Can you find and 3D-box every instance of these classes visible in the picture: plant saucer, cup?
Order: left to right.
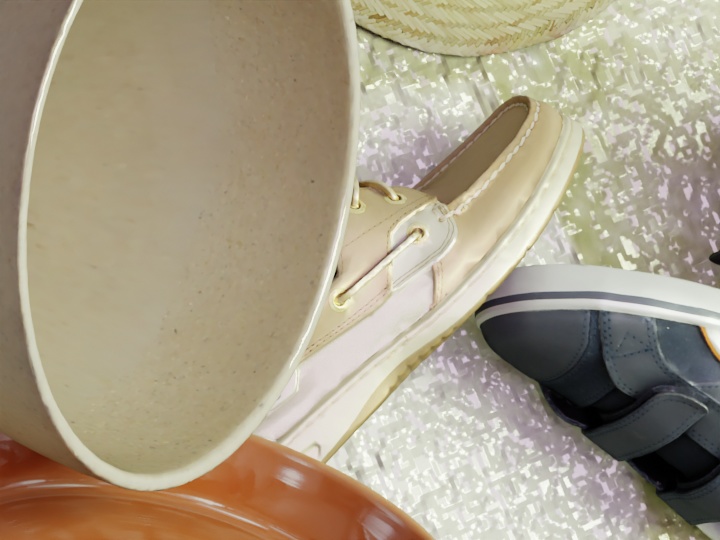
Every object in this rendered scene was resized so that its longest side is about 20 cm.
[{"bbox_3d":[-0.109,-0.041,0.891,0.143,0.200,0.201,12,74,28],"label":"cup"},{"bbox_3d":[-0.062,0.100,0.851,0.200,0.200,0.032,9,113,-16],"label":"plant saucer"}]

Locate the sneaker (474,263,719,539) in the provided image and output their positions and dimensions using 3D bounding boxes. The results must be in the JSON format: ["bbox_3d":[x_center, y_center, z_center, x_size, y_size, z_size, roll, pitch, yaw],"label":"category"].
[{"bbox_3d":[0.134,0.055,1.013,0.200,0.078,0.080,15,71,-17],"label":"sneaker"}]

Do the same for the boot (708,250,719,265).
[{"bbox_3d":[0.224,-0.075,1.069,0.138,0.077,0.200,16,76,-10],"label":"boot"}]

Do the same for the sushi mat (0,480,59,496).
[{"bbox_3d":[-0.140,0.087,0.891,0.096,0.012,0.200,29,36,-7],"label":"sushi mat"}]

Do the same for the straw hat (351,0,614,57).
[{"bbox_3d":[0.047,-0.188,1.020,0.201,0.085,0.202,3,80,-18],"label":"straw hat"}]

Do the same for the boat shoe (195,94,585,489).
[{"bbox_3d":[0.000,0.000,0.982,0.069,0.074,0.200,46,72,-12],"label":"boat shoe"}]
